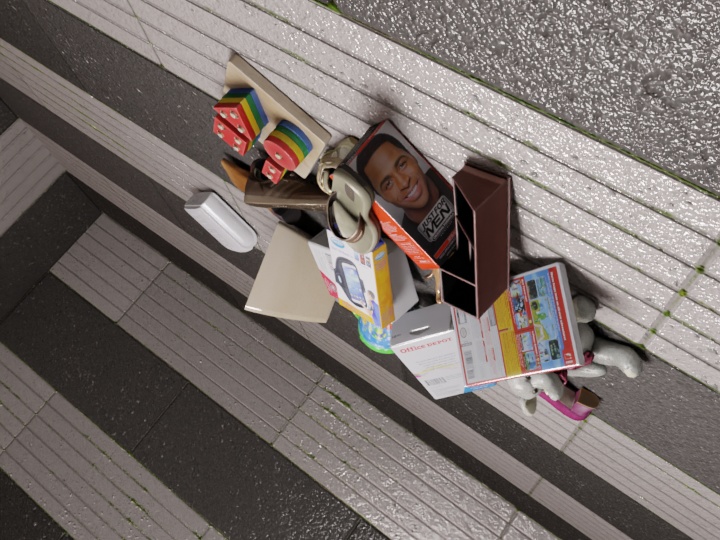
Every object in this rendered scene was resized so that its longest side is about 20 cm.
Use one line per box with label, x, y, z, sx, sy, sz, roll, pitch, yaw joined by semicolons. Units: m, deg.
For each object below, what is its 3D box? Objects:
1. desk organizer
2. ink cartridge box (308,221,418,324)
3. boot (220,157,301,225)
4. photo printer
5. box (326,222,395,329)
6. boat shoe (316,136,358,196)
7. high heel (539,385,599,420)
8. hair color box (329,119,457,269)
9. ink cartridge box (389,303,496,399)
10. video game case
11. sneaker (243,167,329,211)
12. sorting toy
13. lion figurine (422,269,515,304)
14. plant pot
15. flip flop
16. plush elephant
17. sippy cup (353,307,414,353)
desk organizer;0.152;-0.036;0.945;0.072;0.077;0.201;27;144;34
ink cartridge box;0.005;0.001;1.385;0.200;0.086;0.148;21;141;44
boot;-0.225;-0.199;1.477;0.200;0.069;0.188;36;173;35
photo printer;-0.379;-0.129;1.938;0.200;0.070;0.166;46;162;-25
box;0.000;0.000;1.261;0.119;0.041;0.201;28;142;39
boat shoe;-0.042;-0.156;1.148;0.072;0.065;0.200;41;164;-9
high heel;0.347;0.221;1.332;0.199;0.068;0.096;23;152;5
hair color box;0.064;-0.104;0.999;0.200;0.102;0.061;43;164;-17
ink cartridge box;0.168;0.161;1.414;0.144;0.085;0.200;-18;132;27
video game case;0.219;0.083;1.015;0.017;0.144;0.200;5;162;-43
sneaker;-0.127;-0.155;1.314;0.199;0.076;0.070;4;177;15
sorting toy;-0.165;-0.236;1.190;0.200;0.070;0.199;40;164;-5
lion figurine;0.164;0.012;1.153;0.200;0.072;0.123;32;146;41
plant pot;-0.134;0.019;1.563;0.176;0.201;0.200;22;180;-5
flip flop;-0.017;-0.074;0.969;0.081;0.058;0.200;35;164;13
plush elephant;0.286;0.136;1.069;0.165;0.155;0.200;46;162;-25
sippy cup;0.058;0.088;1.501;0.177;0.140;0.131;-6;143;1
